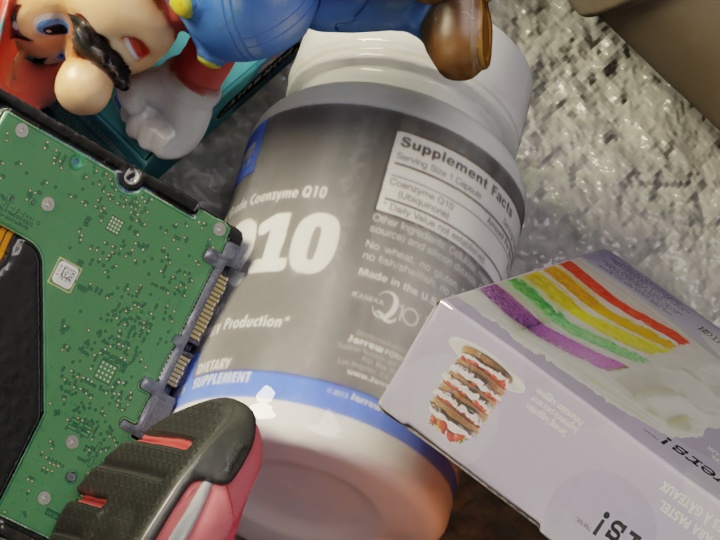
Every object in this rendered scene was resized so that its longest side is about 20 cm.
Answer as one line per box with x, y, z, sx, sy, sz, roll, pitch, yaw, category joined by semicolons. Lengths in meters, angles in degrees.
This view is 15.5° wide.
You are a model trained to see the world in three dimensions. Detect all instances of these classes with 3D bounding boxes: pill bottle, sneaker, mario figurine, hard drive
0.000;0.000;1.010;0.114;0.114;0.200;20;61;-9;pill bottle
-0.074;0.142;0.912;0.087;0.074;0.200;28;84;-26;sneaker
-0.056;-0.085;0.944;0.200;0.124;0.106;-2;26;18;mario figurine
-0.149;0.003;0.913;0.200;0.038;0.140;29;83;-30;hard drive

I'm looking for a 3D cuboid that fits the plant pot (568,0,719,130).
0.199;-0.120;1.107;0.200;0.200;0.174;-37;99;-29;plant pot

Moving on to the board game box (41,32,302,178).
-0.080;-0.143;1.086;0.151;0.047;0.200;45;60;4;board game box

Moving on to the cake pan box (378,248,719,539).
0.125;0.073;0.930;0.200;0.052;0.184;37;20;17;cake pan box
